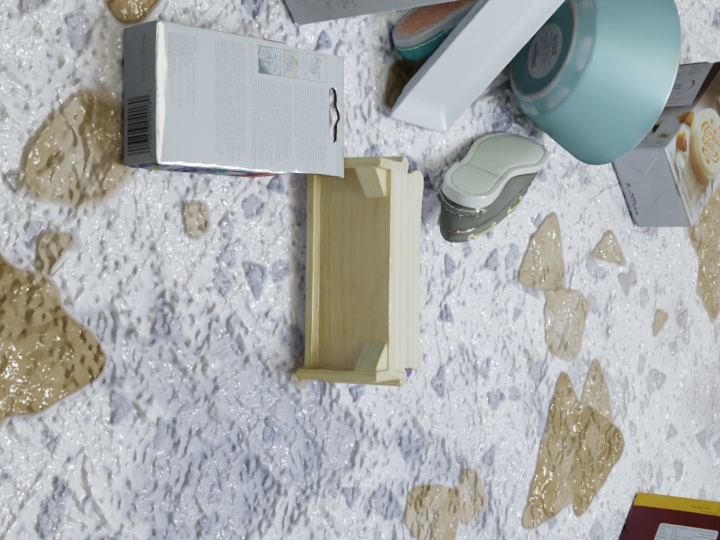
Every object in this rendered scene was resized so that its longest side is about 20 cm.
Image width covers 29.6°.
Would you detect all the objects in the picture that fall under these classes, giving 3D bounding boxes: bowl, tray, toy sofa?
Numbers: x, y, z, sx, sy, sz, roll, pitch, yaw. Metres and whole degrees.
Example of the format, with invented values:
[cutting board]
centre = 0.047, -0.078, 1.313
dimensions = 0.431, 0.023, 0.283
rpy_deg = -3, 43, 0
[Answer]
[bowl]
centre = 0.228, -0.221, 1.415
dimensions = 0.104, 0.200, 0.204
rpy_deg = 14, 78, -28
[tray]
centre = 0.112, -0.215, 1.292
dimensions = 0.107, 0.200, 0.022
rpy_deg = 7, 41, -55
[toy sofa]
centre = 0.000, 0.000, 1.207
dimensions = 0.097, 0.082, 0.203
rpy_deg = 1, 89, -65

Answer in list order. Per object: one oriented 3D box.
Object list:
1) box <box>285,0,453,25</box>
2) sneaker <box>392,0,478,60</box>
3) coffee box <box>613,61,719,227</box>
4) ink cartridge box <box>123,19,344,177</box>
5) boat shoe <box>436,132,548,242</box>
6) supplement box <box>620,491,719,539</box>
[box]
centre = 0.032, -0.304, 1.157
dimensions = 0.153, 0.198, 0.107
rpy_deg = -53, 127, -36
[sneaker]
centre = 0.110, -0.235, 1.347
dimensions = 0.199, 0.071, 0.081
rpy_deg = -34, 120, -38
[coffee box]
centre = 0.394, -0.157, 1.671
dimensions = 0.200, 0.079, 0.115
rpy_deg = -50, 126, -37
[ink cartridge box]
centre = -0.099, -0.132, 1.108
dimensions = 0.198, 0.050, 0.111
rpy_deg = 1, 88, -45
[boat shoe]
centre = 0.132, -0.087, 1.378
dimensions = 0.201, 0.071, 0.061
rpy_deg = -37, 146, -55
[supplement box]
centre = 0.392, 0.411, 1.628
dimensions = 0.198, 0.132, 0.201
rpy_deg = 54, 52, -35
